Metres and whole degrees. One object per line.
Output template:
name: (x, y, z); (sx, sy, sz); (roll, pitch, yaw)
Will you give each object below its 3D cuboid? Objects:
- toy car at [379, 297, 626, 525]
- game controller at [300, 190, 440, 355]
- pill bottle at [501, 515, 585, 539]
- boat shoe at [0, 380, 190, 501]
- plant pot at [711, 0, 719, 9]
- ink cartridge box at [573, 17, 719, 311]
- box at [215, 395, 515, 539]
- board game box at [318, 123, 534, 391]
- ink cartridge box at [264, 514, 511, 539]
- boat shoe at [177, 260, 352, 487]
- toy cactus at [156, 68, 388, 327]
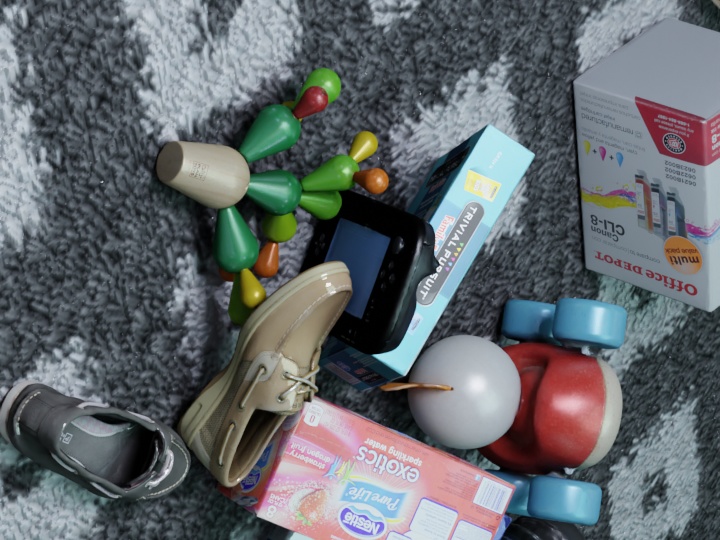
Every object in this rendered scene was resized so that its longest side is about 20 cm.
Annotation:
toy car: (0.100, 0.105, 1.904); (0.199, 0.177, 0.185); (12, 84, -24)
game controller: (0.000, 0.000, 1.669); (0.042, 0.200, 0.105); (28, 89, -21)
pill bottle: (0.113, 0.293, 2.009); (0.200, 0.112, 0.112); (-31, 130, -39)
boat shoe: (-0.176, 0.130, 1.611); (0.200, 0.057, 0.067); (29, 83, -53)
plant pot: (0.401, -0.314, 2.041); (0.200, 0.187, 0.188); (-38, 135, -16)
ink cartridge box: (0.291, -0.094, 2.015); (0.145, 0.145, 0.200); (-36, 132, -36)
box: (0.004, 0.169, 1.761); (0.200, 0.095, 0.103); (24, 88, -25)
board game box: (0.049, -0.007, 1.760); (0.200, 0.047, 0.151); (-59, -173, -13)
ink cartridge box: (0.015, 0.248, 1.851); (0.200, 0.041, 0.200); (31, 81, -25)
boat shoe: (-0.058, 0.076, 1.658); (0.071, 0.065, 0.200); (-8, 142, -49)
toy cactus: (-0.072, -0.053, 1.637); (0.165, 0.102, 0.200); (15, 106, -43)
